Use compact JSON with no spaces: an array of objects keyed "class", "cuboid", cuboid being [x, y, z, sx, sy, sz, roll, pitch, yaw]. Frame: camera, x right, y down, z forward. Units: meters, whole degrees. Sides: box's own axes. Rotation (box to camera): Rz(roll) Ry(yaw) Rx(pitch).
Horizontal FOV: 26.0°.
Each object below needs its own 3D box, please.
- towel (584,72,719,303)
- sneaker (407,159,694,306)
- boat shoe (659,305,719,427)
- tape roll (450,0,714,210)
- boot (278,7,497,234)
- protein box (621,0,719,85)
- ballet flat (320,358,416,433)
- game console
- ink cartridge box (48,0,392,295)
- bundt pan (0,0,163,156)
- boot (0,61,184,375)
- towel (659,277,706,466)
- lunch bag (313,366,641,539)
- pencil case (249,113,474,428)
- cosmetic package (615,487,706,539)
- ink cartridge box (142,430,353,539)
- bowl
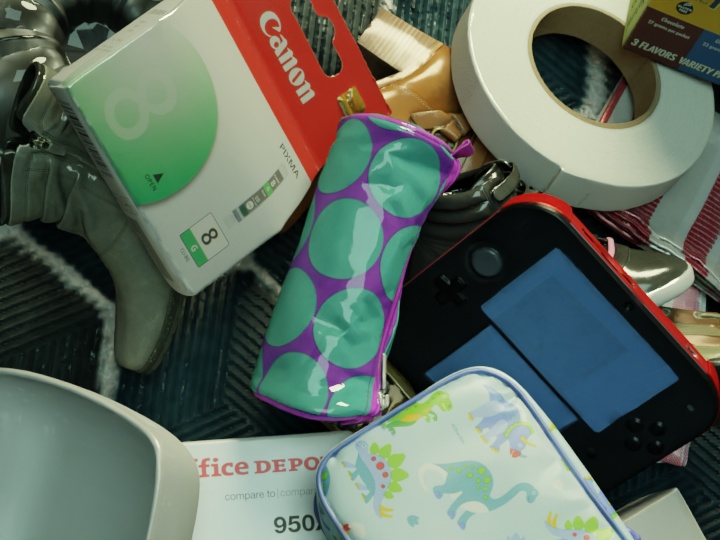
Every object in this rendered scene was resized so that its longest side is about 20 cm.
[{"class":"towel","cuboid":[0.257,-0.057,1.152,0.199,0.023,0.145,34,59,-1]},{"class":"sneaker","cuboid":[0.125,-0.023,1.053,0.198,0.071,0.100,-1,111,10]},{"class":"boat shoe","cuboid":[0.187,0.056,1.083,0.198,0.076,0.074,11,42,6]},{"class":"tape roll","cuboid":[0.161,-0.138,1.125,0.201,0.037,0.205,11,58,-18]},{"class":"boot","cuboid":[0.027,-0.073,1.108,0.154,0.074,0.201,36,76,-3]},{"class":"protein box","cuboid":[0.296,-0.267,1.106,0.134,0.199,0.202,19,56,-4]},{"class":"ballet flat","cuboid":[0.017,0.101,1.067,0.069,0.063,0.200,-44,87,-5]},{"class":"game console","cuboid":[0.121,0.061,1.035,0.200,0.177,0.031,47,30,-7]},{"class":"ink cartridge box","cuboid":[-0.077,-0.107,0.999,0.199,0.050,0.162,-37,117,-15]},{"class":"bundt pan","cuboid":[-0.185,-0.156,1.089,0.199,0.076,0.204,2,77,-10]},{"class":"boot","cuboid":[-0.181,-0.033,1.024,0.129,0.068,0.202,3,102,-28]},{"class":"towel","cuboid":[0.149,0.054,1.124,0.198,0.030,0.148,11,76,-5]},{"class":"lunch bag","cuboid":[0.077,0.171,0.955,0.160,0.083,0.201,-31,69,-15]},{"class":"pencil case","cuboid":[0.000,0.000,1.008,0.091,0.085,0.202,16,86,16]},{"class":"cosmetic package","cuboid":[0.137,0.230,1.039,0.199,0.107,0.091,-30,83,-16]},{"class":"ink cartridge box","cuboid":[-0.070,0.211,1.018,0.143,0.084,0.202,-3,77,-11]},{"class":"bowl","cuboid":[-0.181,0.171,0.966,0.198,0.074,0.202,15,92,38]}]
